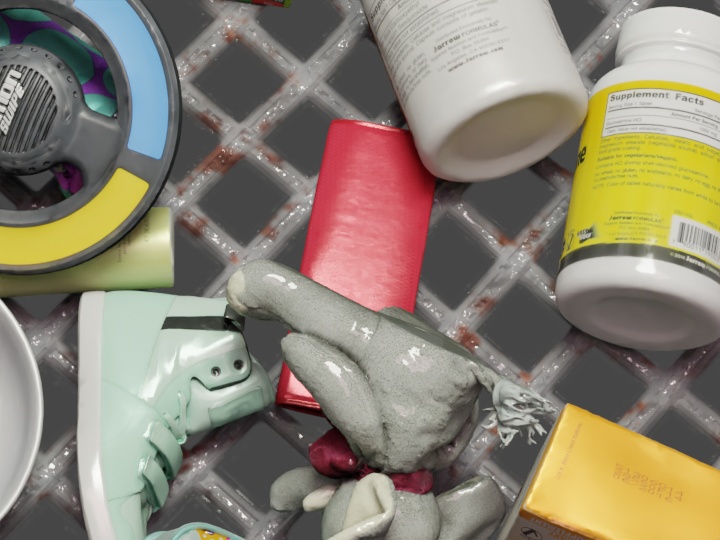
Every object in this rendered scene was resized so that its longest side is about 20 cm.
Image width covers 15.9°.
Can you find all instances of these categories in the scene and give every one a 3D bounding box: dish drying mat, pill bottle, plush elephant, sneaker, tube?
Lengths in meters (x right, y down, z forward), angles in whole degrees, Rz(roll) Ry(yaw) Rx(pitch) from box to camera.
[{"bbox_3d":[0.000,0.000,1.644,0.076,0.018,0.201,12,68,-3],"label":"dish drying mat"},{"bbox_3d":[0.062,-0.168,1.662,0.114,0.115,0.201,-14,64,-12],"label":"pill bottle"},{"bbox_3d":[0.009,0.108,1.511,0.200,0.164,0.155,28,95,38],"label":"plush elephant"},{"bbox_3d":[-0.109,0.102,1.556,0.117,0.074,0.201,-3,66,0],"label":"sneaker"},{"bbox_3d":[-0.215,-0.010,1.606,0.199,0.058,0.052,-2,102,-2],"label":"tube"},{"bbox_3d":[0.192,-0.060,1.638,0.112,0.113,0.201,13,67,-2],"label":"pill bottle"}]

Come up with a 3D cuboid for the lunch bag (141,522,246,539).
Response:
[{"bbox_3d":[-0.084,0.260,1.482,0.160,0.077,0.201,28,70,-23],"label":"lunch bag"}]

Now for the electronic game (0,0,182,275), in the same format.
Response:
[{"bbox_3d":[-0.206,-0.097,1.563,0.199,0.042,0.201,0,93,8],"label":"electronic game"}]

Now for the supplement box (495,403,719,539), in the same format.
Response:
[{"bbox_3d":[0.143,0.167,1.495,0.125,0.200,0.074,23,64,4],"label":"supplement box"}]

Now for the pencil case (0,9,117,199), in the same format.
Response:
[{"bbox_3d":[-0.229,-0.128,1.630,0.200,0.085,0.092,34,35,8],"label":"pencil case"}]

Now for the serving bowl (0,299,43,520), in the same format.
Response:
[{"bbox_3d":[-0.289,0.089,1.543,0.199,0.066,0.201,1,76,-6],"label":"serving bowl"}]

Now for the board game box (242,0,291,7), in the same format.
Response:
[{"bbox_3d":[-0.138,-0.241,1.706,0.199,0.048,0.102,7,68,-4],"label":"board game box"}]
